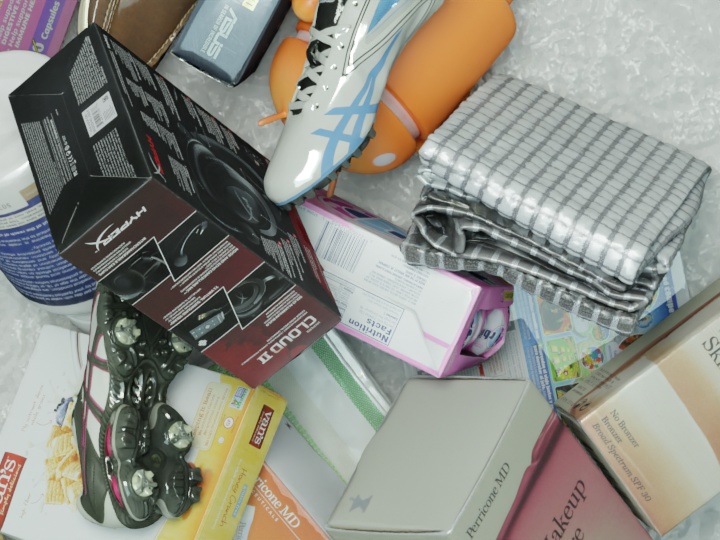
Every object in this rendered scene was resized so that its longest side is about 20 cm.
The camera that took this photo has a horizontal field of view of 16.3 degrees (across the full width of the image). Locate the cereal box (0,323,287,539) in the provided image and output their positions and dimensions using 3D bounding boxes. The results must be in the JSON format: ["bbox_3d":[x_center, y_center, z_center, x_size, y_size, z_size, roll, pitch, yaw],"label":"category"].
[{"bbox_3d":[-0.154,0.123,1.623,0.200,0.040,0.144,13,77,39],"label":"cereal box"}]

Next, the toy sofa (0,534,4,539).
[{"bbox_3d":[-0.239,0.278,1.726,0.083,0.098,0.200,-34,95,-18],"label":"toy sofa"}]

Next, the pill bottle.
[{"bbox_3d":[-0.194,-0.041,1.615,0.111,0.200,0.111,-12,53,16],"label":"pill bottle"}]

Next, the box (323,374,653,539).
[{"bbox_3d":[0.092,0.178,1.615,0.200,0.109,0.128,51,54,-33],"label":"box"}]

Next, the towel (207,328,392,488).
[{"bbox_3d":[-0.067,0.130,1.712,0.200,0.031,0.149,-35,93,15],"label":"towel"}]

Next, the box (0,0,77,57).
[{"bbox_3d":[-0.294,-0.152,1.596,0.097,0.200,0.176,27,99,35],"label":"box"}]

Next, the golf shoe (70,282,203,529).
[{"bbox_3d":[-0.150,0.062,1.565,0.077,0.088,0.200,14,69,-39],"label":"golf shoe"}]

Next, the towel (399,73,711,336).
[{"bbox_3d":[0.125,-0.039,1.592,0.165,0.200,0.086,26,116,8],"label":"towel"}]

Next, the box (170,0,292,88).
[{"bbox_3d":[-0.048,-0.217,1.607,0.051,0.158,0.200,28,97,-1],"label":"box"}]

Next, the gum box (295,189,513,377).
[{"bbox_3d":[0.000,0.000,1.632,0.200,0.113,0.066,27,98,13],"label":"gum box"}]

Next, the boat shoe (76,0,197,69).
[{"bbox_3d":[-0.121,-0.212,1.624,0.075,0.075,0.203,24,84,-30],"label":"boat shoe"}]

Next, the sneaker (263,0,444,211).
[{"bbox_3d":[-0.011,-0.129,1.520,0.072,0.072,0.200,34,77,-23],"label":"sneaker"}]

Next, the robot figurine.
[{"bbox_3d":[0.022,-0.144,1.623,0.117,0.144,0.200,39,83,10],"label":"robot figurine"}]

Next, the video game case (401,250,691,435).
[{"bbox_3d":[0.126,0.043,1.703,0.200,0.018,0.143,-11,96,4],"label":"video game case"}]

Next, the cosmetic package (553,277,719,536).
[{"bbox_3d":[0.240,0.072,1.650,0.200,0.087,0.103,-38,98,-3],"label":"cosmetic package"}]

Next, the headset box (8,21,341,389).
[{"bbox_3d":[-0.104,-0.033,1.489,0.077,0.149,0.200,-38,135,14],"label":"headset box"}]

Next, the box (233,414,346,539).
[{"bbox_3d":[-0.096,0.208,1.667,0.200,0.097,0.124,-40,92,15],"label":"box"}]
